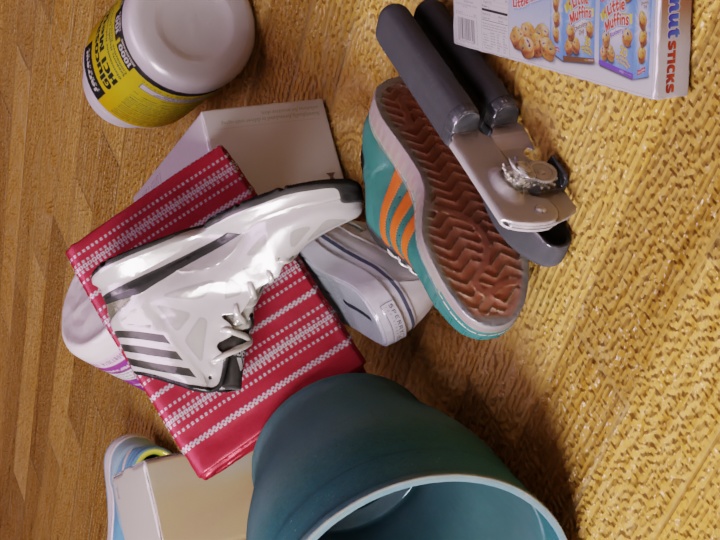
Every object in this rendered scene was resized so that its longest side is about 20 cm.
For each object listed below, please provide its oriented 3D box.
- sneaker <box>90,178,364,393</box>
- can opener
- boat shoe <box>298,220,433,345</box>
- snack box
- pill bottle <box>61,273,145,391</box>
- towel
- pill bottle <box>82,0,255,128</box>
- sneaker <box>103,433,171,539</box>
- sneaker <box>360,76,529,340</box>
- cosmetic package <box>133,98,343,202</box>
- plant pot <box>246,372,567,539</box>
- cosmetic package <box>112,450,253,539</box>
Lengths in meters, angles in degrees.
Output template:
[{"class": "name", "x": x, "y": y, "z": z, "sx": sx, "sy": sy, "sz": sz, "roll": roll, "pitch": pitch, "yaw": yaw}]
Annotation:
[{"class": "sneaker", "x": -0.076, "y": 0.017, "z": 1.032, "sx": 0.076, "sy": 0.199, "sz": 0.116, "roll": -2, "pitch": -110, "yaw": -77}, {"class": "can opener", "x": 0.065, "y": -0.087, "z": 0.922, "sx": 0.201, "sy": 0.052, "sz": 0.067, "roll": 62, "pitch": 150, "yaw": 32}, {"class": "boat shoe", "x": 0.000, "y": 0.000, "z": 1.077, "sx": 0.200, "sy": 0.067, "sz": 0.074, "roll": 35, "pitch": 151, "yaw": 56}, {"class": "snack box", "x": 0.110, "y": -0.147, "z": 0.838, "sx": 0.200, "sy": 0.024, "sz": 0.072, "roll": 31, "pitch": 126, "yaw": 58}, {"class": "pill bottle", "x": -0.125, "y": 0.055, "z": 1.188, "sx": 0.112, "sy": 0.200, "sz": 0.113, "roll": -31, "pitch": 42, "yaw": 33}, {"class": "towel", "x": -0.103, "y": 0.029, "z": 1.072, "sx": 0.201, "sy": 0.144, "sz": 0.022, "roll": 57, "pitch": -179, "yaw": 13}, {"class": "pill bottle", "x": -0.174, "y": -0.186, "z": 1.305, "sx": 0.200, "sy": 0.112, "sz": 0.113, "roll": -20, "pitch": 82, "yaw": 64}, {"class": "sneaker", "x": -0.225, "y": 0.278, "z": 1.626, "sx": 0.130, "sy": 0.079, "sz": 0.201, "roll": -7, "pitch": 94, "yaw": 66}, {"class": "sneaker", "x": 0.049, "y": -0.027, "z": 0.965, "sx": 0.080, "sy": 0.071, "sz": 0.201, "roll": 110, "pitch": 149, "yaw": -47}, {"class": "cosmetic package", "x": -0.101, "y": -0.059, "z": 1.211, "sx": 0.200, "sy": 0.107, "sz": 0.085, "roll": -37, "pitch": 65, "yaw": 60}, {"class": "plant pot", "x": 0.012, "y": 0.167, "z": 0.985, "sx": 0.188, "sy": 0.199, "sz": 0.201, "roll": -122, "pitch": 31, "yaw": -59}, {"class": "cosmetic package", "x": -0.074, "y": 0.160, "z": 1.129, "sx": 0.105, "sy": 0.199, "sz": 0.072, "roll": -32, "pitch": 71, "yaw": 65}]
